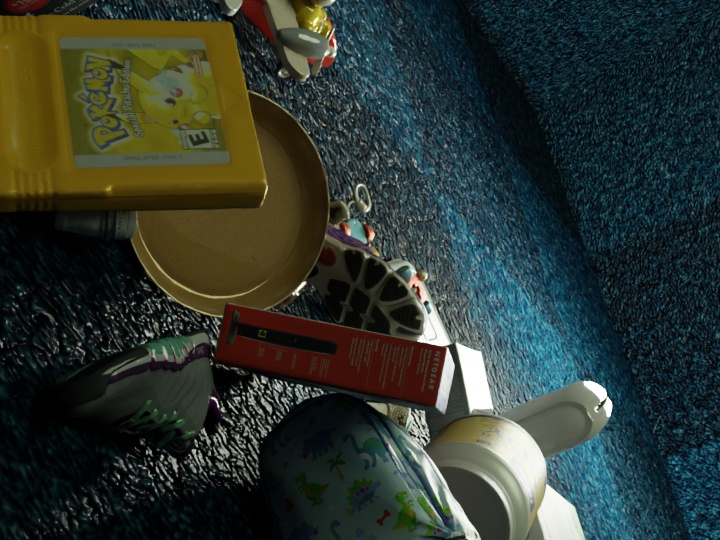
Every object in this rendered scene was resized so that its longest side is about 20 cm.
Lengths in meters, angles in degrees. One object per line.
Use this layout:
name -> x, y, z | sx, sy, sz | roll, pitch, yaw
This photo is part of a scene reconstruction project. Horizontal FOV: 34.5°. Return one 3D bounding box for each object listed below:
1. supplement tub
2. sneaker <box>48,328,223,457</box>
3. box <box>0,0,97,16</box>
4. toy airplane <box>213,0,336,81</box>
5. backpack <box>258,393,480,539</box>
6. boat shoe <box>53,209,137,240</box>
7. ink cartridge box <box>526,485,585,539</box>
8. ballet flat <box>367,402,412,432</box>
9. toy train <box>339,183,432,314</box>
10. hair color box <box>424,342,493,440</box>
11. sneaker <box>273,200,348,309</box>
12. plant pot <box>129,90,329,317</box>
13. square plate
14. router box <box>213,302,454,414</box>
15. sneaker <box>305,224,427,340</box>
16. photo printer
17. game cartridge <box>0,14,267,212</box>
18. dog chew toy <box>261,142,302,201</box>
supplement tub -> 0.118, 0.243, 1.250 | 0.146, 0.145, 0.200 | 64, 17, 2
sneaker -> -0.146, 0.097, 0.835 | 0.088, 0.074, 0.200 | 70, 17, 2
box -> -0.239, -0.293, 0.896 | 0.182, 0.200, 0.104 | 9, 57, -68
toy airplane -> -0.095, -0.340, 1.458 | 0.200, 0.141, 0.199 | 61, 19, -10
backpack -> -0.001, 0.198, 0.971 | 0.154, 0.163, 0.200 | 42, 19, -43
boat shoe -> -0.214, -0.108, 0.920 | 0.200, 0.067, 0.074 | -105, -157, -44
ink cartridge box -> 0.230, 0.358, 1.507 | 0.200, 0.084, 0.145 | 42, 28, -50
ballet flat -> 0.010, 0.179, 1.182 | 0.075, 0.068, 0.200 | 42, 25, -13
toy train -> 0.013, 0.002, 1.408 | 0.200, 0.055, 0.150 | 58, 32, -25
hair color box -> 0.127, 0.197, 1.432 | 0.099, 0.060, 0.201 | 25, 52, -64
sneaker -> -0.061, -0.030, 1.235 | 0.071, 0.075, 0.200 | 58, 18, -19
plant pot -> -0.118, -0.059, 1.021 | 0.199, 0.027, 0.201 | 1, 89, -33
square plate -> 0.075, 0.074, 1.553 | 0.199, 0.028, 0.200 | 66, 18, 5
router box -> -0.014, 0.078, 0.988 | 0.200, 0.179, 0.049 | 52, 50, -79
sneaker -> 0.000, 0.000, 1.126 | 0.083, 0.081, 0.200 | -6, 37, -46
photo printer -> 0.236, 0.210, 1.541 | 0.070, 0.200, 0.166 | 65, 19, 5
game cartridge -> -0.182, -0.123, 0.882 | 0.199, 0.032, 0.177 | -2, 57, -21
dog chew toy -> -0.135, -0.119, 1.092 | 0.200, 0.124, 0.125 | 41, 28, -35
